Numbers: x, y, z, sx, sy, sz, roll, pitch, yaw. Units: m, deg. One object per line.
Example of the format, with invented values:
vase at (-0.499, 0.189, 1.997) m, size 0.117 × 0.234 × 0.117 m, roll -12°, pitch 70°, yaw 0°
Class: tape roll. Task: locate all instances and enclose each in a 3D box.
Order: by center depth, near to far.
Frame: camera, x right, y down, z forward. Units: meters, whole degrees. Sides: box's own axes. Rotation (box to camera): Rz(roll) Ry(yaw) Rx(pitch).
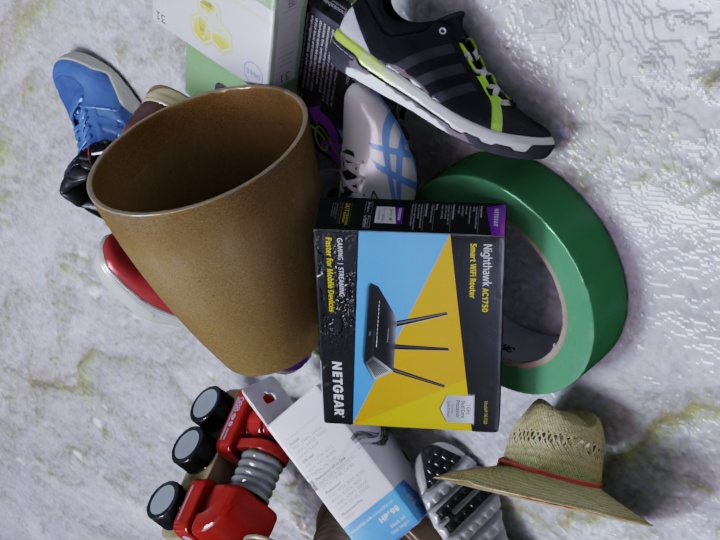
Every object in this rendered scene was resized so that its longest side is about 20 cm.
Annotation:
tape roll at (0.122, 0.004, 1.284) m, size 0.200 × 0.048 × 0.202 m, roll 29°, pitch 137°, yaw 31°

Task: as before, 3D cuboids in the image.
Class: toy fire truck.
toy fire truck at (-0.090, 0.214, 1.606) m, size 0.199 × 0.177 × 0.129 m, roll -8°, pitch 139°, yaw 45°

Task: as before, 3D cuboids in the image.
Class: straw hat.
straw hat at (0.163, 0.154, 1.317) m, size 0.200 × 0.200 × 0.086 m, roll 5°, pitch 80°, yaw 47°

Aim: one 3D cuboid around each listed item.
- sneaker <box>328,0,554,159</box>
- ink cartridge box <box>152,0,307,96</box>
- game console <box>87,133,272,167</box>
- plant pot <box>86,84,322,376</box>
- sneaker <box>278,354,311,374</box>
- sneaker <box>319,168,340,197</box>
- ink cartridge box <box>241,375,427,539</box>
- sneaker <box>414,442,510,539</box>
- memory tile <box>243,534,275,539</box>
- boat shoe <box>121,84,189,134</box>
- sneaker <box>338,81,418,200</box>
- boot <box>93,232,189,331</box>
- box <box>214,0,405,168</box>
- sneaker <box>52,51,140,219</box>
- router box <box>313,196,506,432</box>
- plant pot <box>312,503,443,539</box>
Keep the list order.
sneaker at (0.067, -0.155, 1.199) m, size 0.199 × 0.072 × 0.083 m, roll 29°, pitch 103°, yaw 7°
ink cartridge box at (-0.115, -0.192, 1.347) m, size 0.145 × 0.048 × 0.201 m, roll 36°, pitch 139°, yaw 26°
game console at (-0.131, -0.056, 1.427) m, size 0.198 × 0.031 × 0.178 m, roll -3°, pitch 132°, yaw 20°
plant pot at (-0.101, -0.020, 1.294) m, size 0.185 × 0.186 × 0.201 m, roll 15°, pitch 137°, yaw 42°
sneaker at (-0.095, 0.011, 1.522) m, size 0.083 × 0.081 × 0.201 m, roll -9°, pitch 114°, yaw 39°
sneaker at (0.000, 0.000, 1.400) m, size 0.201 × 0.079 × 0.095 m, roll 59°, pitch 160°, yaw -15°
ink cartridge box at (-0.017, 0.168, 1.507) m, size 0.067 × 0.116 × 0.201 m, roll -39°, pitch 85°, yaw 12°
sneaker at (0.107, 0.256, 1.487) m, size 0.201 × 0.075 × 0.081 m, roll 58°, pitch 156°, yaw 0°
memory tile at (-0.083, 0.321, 1.584) m, size 0.153 × 0.017 × 0.200 m, roll 30°, pitch 148°, yaw -15°
boat shoe at (-0.131, -0.096, 1.452) m, size 0.199 × 0.072 × 0.072 m, roll 31°, pitch 150°, yaw 9°
sneaker at (0.006, -0.054, 1.280) m, size 0.072 × 0.072 × 0.202 m, roll 28°, pitch 129°, yaw 54°
boot at (-0.128, -0.001, 1.412) m, size 0.199 × 0.073 × 0.144 m, roll 29°, pitch 136°, yaw -23°
box at (-0.043, -0.177, 1.343) m, size 0.200 × 0.036 × 0.144 m, roll 39°, pitch 142°, yaw 24°
sneaker at (-0.269, -0.128, 1.579) m, size 0.200 × 0.111 × 0.077 m, roll 49°, pitch 144°, yaw 9°
router box at (0.041, 0.037, 1.257) m, size 0.148 × 0.051 × 0.201 m, roll 2°, pitch 128°, yaw 6°
plant pot at (0.012, 0.328, 1.632) m, size 0.200 × 0.092 × 0.202 m, roll 28°, pitch 136°, yaw 31°
